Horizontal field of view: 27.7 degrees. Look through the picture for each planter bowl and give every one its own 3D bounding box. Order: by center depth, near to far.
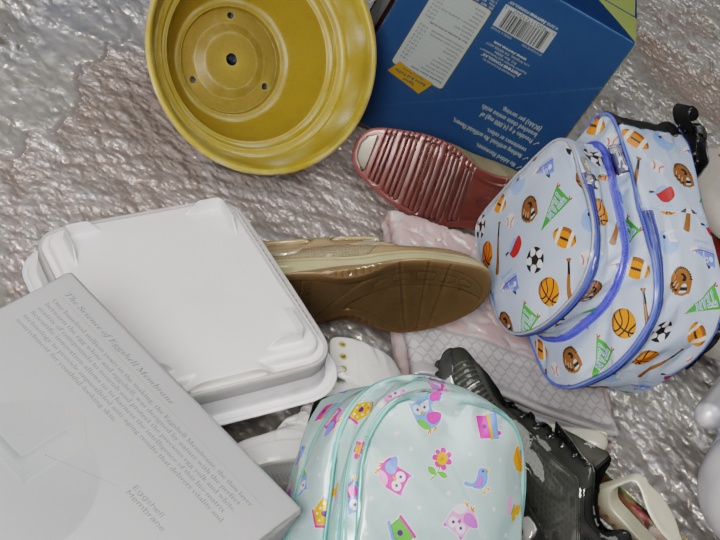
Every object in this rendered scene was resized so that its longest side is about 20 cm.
[{"bbox_3d":[-0.093,-0.177,1.191,0.199,0.083,0.202,0,90,-27],"label":"planter bowl"}]

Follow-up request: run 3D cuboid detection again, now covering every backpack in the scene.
[{"bbox_3d":[0.026,0.165,0.868,0.166,0.126,0.202,14,74,-31],"label":"backpack"},{"bbox_3d":[0.189,-0.005,1.128,0.153,0.200,0.192,-3,60,-30],"label":"backpack"}]

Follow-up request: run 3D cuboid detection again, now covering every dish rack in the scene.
[{"bbox_3d":[-0.120,0.020,0.972,0.170,0.044,0.200,-11,44,-26],"label":"dish rack"}]

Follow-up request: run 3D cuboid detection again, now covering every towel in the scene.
[{"bbox_3d":[0.113,0.046,1.184,0.199,0.032,0.192,19,40,-21],"label":"towel"}]

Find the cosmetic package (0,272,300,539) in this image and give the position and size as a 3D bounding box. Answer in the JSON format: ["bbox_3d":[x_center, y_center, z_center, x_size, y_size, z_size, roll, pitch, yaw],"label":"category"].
[{"bbox_3d":[-0.178,0.138,0.796,0.199,0.123,0.200,44,40,12],"label":"cosmetic package"}]

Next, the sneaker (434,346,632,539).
[{"bbox_3d":[0.126,0.133,1.028,0.201,0.090,0.066,62,10,16],"label":"sneaker"}]

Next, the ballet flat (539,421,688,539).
[{"bbox_3d":[0.176,0.164,1.073,0.200,0.071,0.069,42,39,9],"label":"ballet flat"}]

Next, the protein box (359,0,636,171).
[{"bbox_3d":[0.112,-0.206,1.310,0.197,0.200,0.135,27,38,-10],"label":"protein box"}]

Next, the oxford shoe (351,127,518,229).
[{"bbox_3d":[0.081,-0.074,1.277,0.199,0.071,0.075,23,13,-13],"label":"oxford shoe"}]

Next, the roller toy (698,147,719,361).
[{"bbox_3d":[0.329,-0.008,1.314,0.199,0.140,0.183,25,28,-7],"label":"roller toy"}]

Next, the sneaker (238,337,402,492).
[{"bbox_3d":[-0.032,0.104,0.990,0.199,0.074,0.116,4,44,-46],"label":"sneaker"}]

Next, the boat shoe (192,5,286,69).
[{"bbox_3d":[-0.122,-0.260,1.297,0.090,0.071,0.201,13,45,-32],"label":"boat shoe"}]

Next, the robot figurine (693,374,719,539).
[{"bbox_3d":[0.337,0.156,1.166,0.170,0.113,0.200,44,38,6],"label":"robot figurine"}]

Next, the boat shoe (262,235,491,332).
[{"bbox_3d":[0.000,0.000,1.094,0.198,0.072,0.065,1,38,-17],"label":"boat shoe"}]
